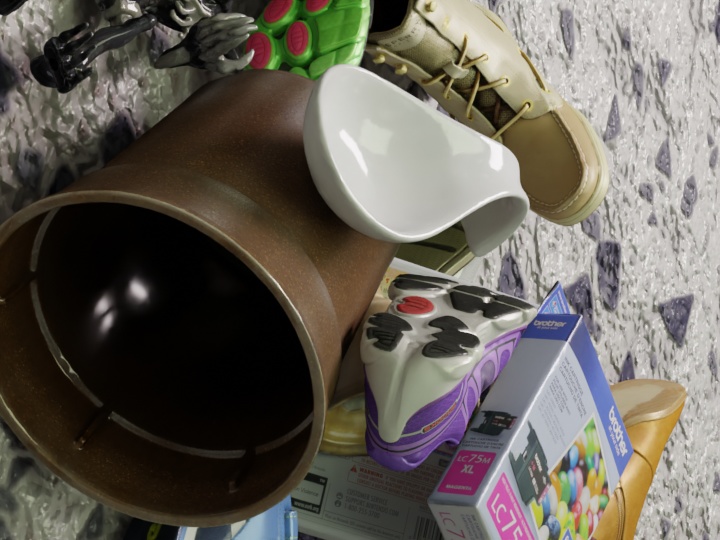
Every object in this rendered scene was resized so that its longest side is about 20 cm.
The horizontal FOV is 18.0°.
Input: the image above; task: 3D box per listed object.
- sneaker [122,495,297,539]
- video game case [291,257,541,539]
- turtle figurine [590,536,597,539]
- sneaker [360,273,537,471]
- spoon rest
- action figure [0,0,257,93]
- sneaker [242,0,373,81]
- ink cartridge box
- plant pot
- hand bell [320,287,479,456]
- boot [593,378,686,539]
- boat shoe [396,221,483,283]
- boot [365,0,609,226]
[{"bbox_3d":[-0.074,0.132,1.307,0.082,0.074,0.200,37,65,-27],"label":"sneaker"},{"bbox_3d":[0.021,0.084,1.401,0.200,0.024,0.182,18,69,-12],"label":"video game case"},{"bbox_3d":[0.117,0.206,1.489,0.144,0.194,0.200,-46,127,-22],"label":"turtle figurine"},{"bbox_3d":[0.038,0.055,1.242,0.200,0.080,0.084,-33,137,-67],"label":"sneaker"},{"bbox_3d":[0.034,-0.053,1.211,0.200,0.061,0.100,17,53,-58],"label":"spoon rest"},{"bbox_3d":[-0.104,-0.158,1.253,0.200,0.102,0.119,-30,103,-52],"label":"action figure"},{"bbox_3d":[-0.021,-0.145,1.377,0.200,0.077,0.084,-78,158,-46],"label":"sneaker"},{"bbox_3d":[0.112,0.113,1.373,0.200,0.042,0.119,-59,137,-42],"label":"ink cartridge box"},{"bbox_3d":[-0.076,0.001,1.226,0.198,0.200,0.201,-54,133,-53],"label":"plant pot"},{"bbox_3d":[0.000,0.000,1.372,0.104,0.104,0.200,28,44,-53],"label":"hand bell"},{"bbox_3d":[0.192,0.178,1.744,0.201,0.071,0.144,-32,122,-49],"label":"boot"},{"bbox_3d":[0.036,0.018,1.500,0.200,0.075,0.068,-57,152,-32],"label":"boat shoe"},{"bbox_3d":[0.070,-0.123,1.475,0.155,0.073,0.200,26,29,-52],"label":"boot"}]
